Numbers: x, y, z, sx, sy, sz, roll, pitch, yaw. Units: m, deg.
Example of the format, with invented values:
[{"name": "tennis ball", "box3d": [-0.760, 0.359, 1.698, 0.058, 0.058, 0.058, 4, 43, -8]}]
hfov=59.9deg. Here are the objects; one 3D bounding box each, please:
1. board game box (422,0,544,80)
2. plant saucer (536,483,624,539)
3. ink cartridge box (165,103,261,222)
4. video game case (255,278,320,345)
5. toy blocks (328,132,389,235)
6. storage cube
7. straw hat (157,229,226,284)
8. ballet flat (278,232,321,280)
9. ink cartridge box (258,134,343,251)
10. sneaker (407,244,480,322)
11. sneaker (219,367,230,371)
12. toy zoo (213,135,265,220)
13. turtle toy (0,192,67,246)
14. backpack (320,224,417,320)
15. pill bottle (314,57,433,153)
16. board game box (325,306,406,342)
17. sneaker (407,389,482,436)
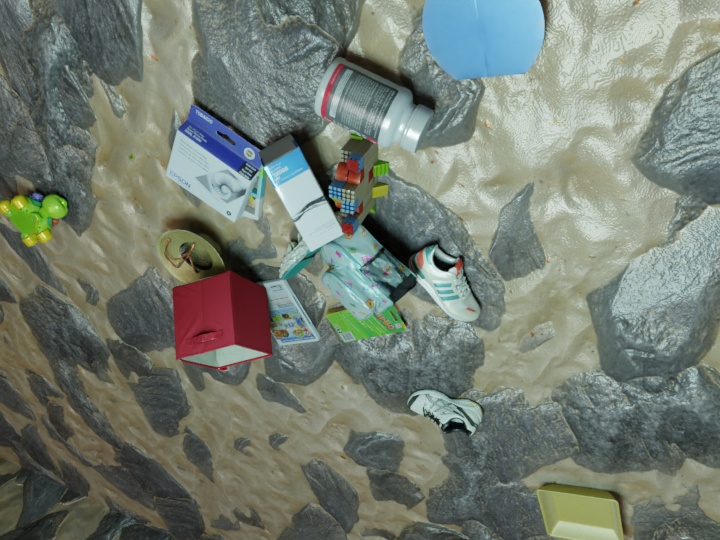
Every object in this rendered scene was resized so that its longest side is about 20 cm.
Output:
[{"name": "board game box", "box3d": [0.198, -0.391, 0.995, 0.198, 0.039, 0.159, 5, 133, 32]}, {"name": "plant saucer", "box3d": [0.573, 0.625, 1.617, 0.198, 0.049, 0.201, -2, 126, 29]}, {"name": "ink cartridge box", "box3d": [-0.323, -0.230, 1.376, 0.199, 0.041, 0.201, 34, 135, 0]}, {"name": "video game case", "box3d": [-0.206, 0.111, 1.640, 0.142, 0.018, 0.201, -11, 120, 34]}, {"name": "toy blocks", "box3d": [-0.014, -0.167, 1.222, 0.099, 0.137, 0.202, 15, 132, 17]}, {"name": "storage cube", "box3d": [-0.333, 0.126, 1.516, 0.169, 0.182, 0.200, -15, 160, 18]}, {"name": "straw hat", "box3d": [-0.402, -0.047, 1.569, 0.199, 0.085, 0.203, 14, 130, 17]}, {"name": "ballet flat", "box3d": [-0.132, -0.051, 1.445, 0.072, 0.072, 0.200, 43, 132, -10]}, {"name": "ink cartridge box", "box3d": [-0.122, -0.159, 1.272, 0.084, 0.145, 0.201, -29, 115, -1]}, {"name": "sneaker", "box3d": [0.193, 0.026, 1.314, 0.200, 0.070, 0.093, 45, 140, -7]}, {"name": "sneaker", "box3d": [-0.354, 0.199, 1.728, 0.067, 0.108, 0.202, 30, 134, 3]}, {"name": "toy zoo", "box3d": [-0.280, -0.197, 1.424, 0.130, 0.021, 0.201, 25, 134, 9]}, {"name": "turtle toy", "box3d": [-0.895, -0.158, 1.735, 0.198, 0.101, 0.147, -8, 122, 33]}, {"name": "backpack", "box3d": [0.000, 0.000, 1.327, 0.201, 0.153, 0.176, 52, 166, 3]}, {"name": "pill bottle", "box3d": [0.026, -0.290, 1.117, 0.198, 0.111, 0.111, 27, 135, 7]}, {"name": "board game box", "box3d": [0.015, 0.120, 1.520, 0.199, 0.030, 0.096, -14, 119, 39]}, {"name": "sneaker", "box3d": [0.203, 0.361, 1.574, 0.198, 0.088, 0.076, 4, 130, 27]}]
